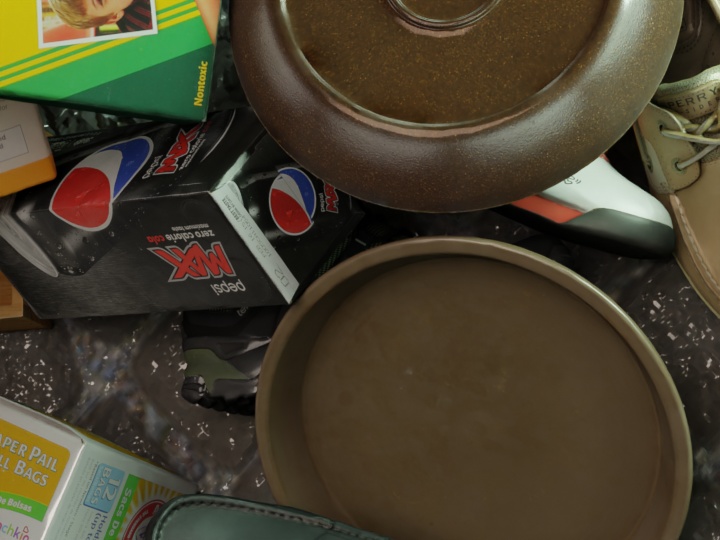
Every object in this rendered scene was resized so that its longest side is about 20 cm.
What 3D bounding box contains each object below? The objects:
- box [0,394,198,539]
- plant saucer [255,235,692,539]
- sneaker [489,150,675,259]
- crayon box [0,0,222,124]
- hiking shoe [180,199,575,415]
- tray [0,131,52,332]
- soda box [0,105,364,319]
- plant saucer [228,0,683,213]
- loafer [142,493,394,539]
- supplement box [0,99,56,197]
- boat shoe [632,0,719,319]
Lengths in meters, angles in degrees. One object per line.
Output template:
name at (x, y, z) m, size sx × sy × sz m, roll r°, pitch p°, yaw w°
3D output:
box at (-0.176, 0.163, 1.321) m, size 0.101 × 0.112 × 0.201 m, roll 21°, pitch 86°, yaw 30°
plant saucer at (0.051, 0.073, 1.250) m, size 0.199 × 0.029 × 0.201 m, roll 8°, pitch 117°, yaw 15°
sneaker at (0.070, -0.082, 1.302) m, size 0.201 × 0.067 × 0.108 m, roll 22°, pitch 87°, yaw 32°
crayon box at (-0.142, -0.174, 1.221) m, size 0.172 × 0.058 × 0.201 m, roll 7°, pitch 90°, yaw -17°
hiking shoe at (0.000, 0.000, 1.312) m, size 0.199 × 0.076 × 0.101 m, roll -15°, pitch 76°, yaw 18°
tray at (-0.251, -0.014, 1.436) m, size 0.199 × 0.037 × 0.099 m, roll -5°, pitch 76°, yaw 21°
soda box at (-0.094, -0.025, 1.301) m, size 0.199 × 0.071 × 0.063 m, roll -5°, pitch 38°, yaw 50°
plant saucer at (0.038, -0.123, 1.211) m, size 0.199 × 0.032 × 0.201 m, roll -3°, pitch 71°, yaw 9°
loafer at (0.000, 0.142, 1.236) m, size 0.200 × 0.070 × 0.068 m, roll 20°, pitch 69°, yaw 6°
supplement box at (-0.229, -0.121, 1.286) m, size 0.125 × 0.074 × 0.201 m, roll -19°, pitch 108°, yaw -13°
boat shoe at (0.154, -0.068, 1.273) m, size 0.072 × 0.065 × 0.201 m, roll -18°, pitch 72°, yaw 17°
